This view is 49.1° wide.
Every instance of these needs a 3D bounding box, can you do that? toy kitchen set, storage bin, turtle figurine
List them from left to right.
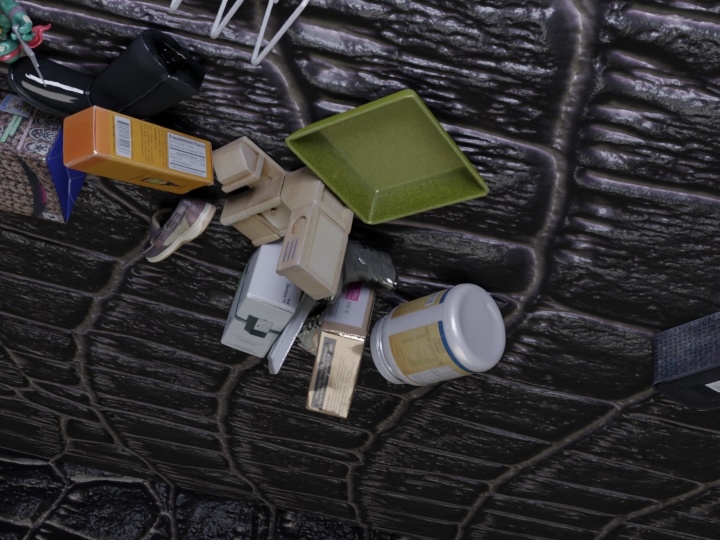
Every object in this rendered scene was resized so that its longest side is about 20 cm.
[{"bbox_3d":[-0.439,-0.295,0.889,0.148,0.101,0.201,-13,128,12],"label":"turtle figurine"},{"bbox_3d":[-0.141,-0.063,1.090,0.199,0.182,0.163,-16,139,36],"label":"toy kitchen set"},{"bbox_3d":[0.588,0.146,1.278,0.134,0.095,0.200,26,146,-24],"label":"storage bin"}]

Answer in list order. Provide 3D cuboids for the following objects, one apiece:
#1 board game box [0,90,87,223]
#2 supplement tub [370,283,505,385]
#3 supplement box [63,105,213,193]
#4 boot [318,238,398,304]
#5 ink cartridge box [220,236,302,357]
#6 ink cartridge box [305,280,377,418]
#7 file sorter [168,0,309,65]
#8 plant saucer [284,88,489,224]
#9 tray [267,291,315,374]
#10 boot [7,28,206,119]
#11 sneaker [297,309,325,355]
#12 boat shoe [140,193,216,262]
[{"bbox_3d":[-0.513,-0.168,1.124,0.198,0.098,0.160,12,149,-2],"label":"board game box"},{"bbox_3d":[0.127,0.113,1.328,0.144,0.146,0.199,33,144,-32],"label":"supplement tub"},{"bbox_3d":[-0.285,-0.153,1.032,0.066,0.070,0.199,-11,167,32],"label":"supplement box"},{"bbox_3d":[0.000,0.000,1.169,0.129,0.200,0.068,19,114,-11],"label":"boot"},{"bbox_3d":[-0.154,0.034,1.291,0.082,0.148,0.200,20,147,-13],"label":"ink cartridge box"},{"bbox_3d":[-0.027,0.106,1.270,0.074,0.201,0.166,12,123,2],"label":"ink cartridge box"},{"bbox_3d":[-0.141,-0.312,0.734,0.199,0.126,0.138,27,146,-24],"label":"file sorter"},{"bbox_3d":[0.038,-0.150,1.016,0.198,0.048,0.200,-12,142,34],"label":"plant saucer"},{"bbox_3d":[-0.101,0.072,1.269,0.022,0.201,0.107,28,168,-6],"label":"tray"},{"bbox_3d":[-0.310,-0.239,0.962,0.199,0.066,0.164,-11,156,42],"label":"boot"},{"bbox_3d":[-0.078,0.112,1.469,0.091,0.076,0.201,17,148,0],"label":"sneaker"},{"bbox_3d":[-0.300,-0.071,1.247,0.065,0.072,0.199,41,143,-22],"label":"boat shoe"}]
